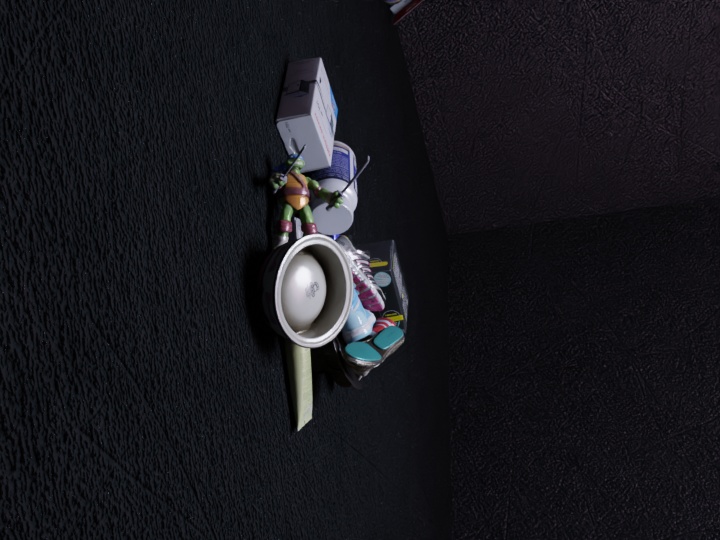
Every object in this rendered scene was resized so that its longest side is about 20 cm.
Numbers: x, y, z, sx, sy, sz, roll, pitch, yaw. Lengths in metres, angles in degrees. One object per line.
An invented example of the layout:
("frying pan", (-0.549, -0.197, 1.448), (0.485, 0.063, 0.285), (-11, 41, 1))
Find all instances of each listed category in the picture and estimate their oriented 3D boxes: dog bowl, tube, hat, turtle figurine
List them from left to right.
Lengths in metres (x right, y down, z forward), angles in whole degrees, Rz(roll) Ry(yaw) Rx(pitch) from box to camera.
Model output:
("tube", (-0.117, 0.196, 1.511), (0.052, 0.057, 0.204), (7, -75, 58))
("dog bowl", (-0.104, 0.035, 1.425), (0.198, 0.073, 0.205), (-4, 95, -48))
("turtle figurine", (-0.104, -0.129, 1.481), (0.143, 0.197, 0.198), (8, 84, -60))
("hat", (-0.070, 0.168, 1.615), (0.201, 0.080, 0.203), (-26, 91, -88))

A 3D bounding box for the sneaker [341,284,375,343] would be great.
("sneaker", (-0.025, 0.071, 1.688), (0.200, 0.078, 0.132), (-117, -178, -84))

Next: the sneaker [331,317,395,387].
("sneaker", (0.013, 0.180, 1.761), (0.071, 0.200, 0.112), (46, 44, 8))

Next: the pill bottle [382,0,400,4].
("pill bottle", (0.105, -1.107, 2.988), (0.200, 0.110, 0.114), (51, 34, -66))

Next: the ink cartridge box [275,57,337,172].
("ink cartridge box", (-0.112, -0.336, 1.713), (0.148, 0.084, 0.202), (69, 18, -46))

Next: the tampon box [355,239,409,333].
("tampon box", (0.030, 0.048, 1.981), (0.127, 0.147, 0.202), (-81, 159, -52))

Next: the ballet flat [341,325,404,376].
("ballet flat", (0.021, 0.171, 1.593), (0.199, 0.067, 0.076), (-22, 141, -54))

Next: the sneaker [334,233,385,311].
("sneaker", (0.000, 0.000, 1.741), (0.201, 0.073, 0.088), (51, 49, -20))

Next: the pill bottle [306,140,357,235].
("pill bottle", (-0.064, -0.180, 1.737), (0.117, 0.113, 0.202), (70, 13, -44))

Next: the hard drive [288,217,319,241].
("hard drive", (-0.113, -0.022, 1.650), (0.200, 0.037, 0.143), (33, 51, -72))

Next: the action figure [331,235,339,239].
("action figure", (-0.038, -0.069, 1.879), (0.065, 0.097, 0.204), (40, 47, -69))

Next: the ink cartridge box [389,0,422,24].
("ink cartridge box", (0.205, -1.116, 3.242), (0.045, 0.199, 0.178), (43, 36, -23))
